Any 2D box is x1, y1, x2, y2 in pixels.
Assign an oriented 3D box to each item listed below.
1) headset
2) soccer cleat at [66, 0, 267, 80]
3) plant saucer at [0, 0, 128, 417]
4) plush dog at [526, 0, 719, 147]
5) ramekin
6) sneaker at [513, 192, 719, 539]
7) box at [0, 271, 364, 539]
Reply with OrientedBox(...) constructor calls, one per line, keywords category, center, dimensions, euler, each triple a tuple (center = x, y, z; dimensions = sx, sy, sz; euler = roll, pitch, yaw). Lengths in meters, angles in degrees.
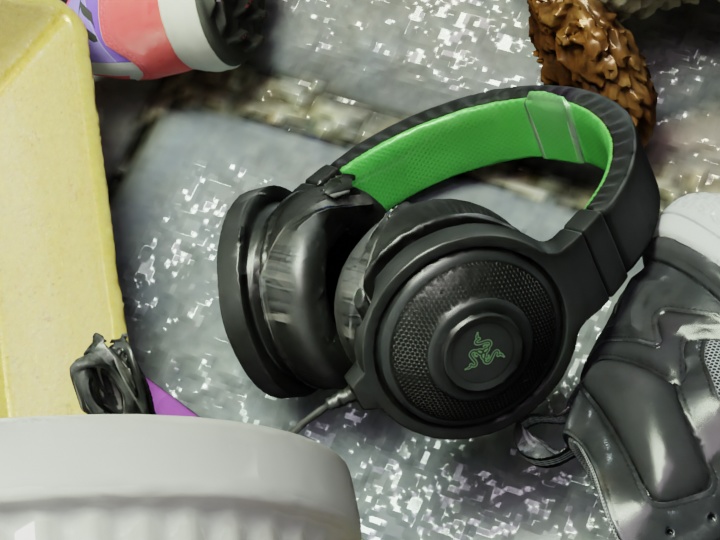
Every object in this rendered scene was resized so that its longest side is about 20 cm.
OrientedBox(category="headset", center=(0.000, 0.000, 0.743), dimensions=(0.123, 0.094, 0.200), euler=(11, 47, 47))
OrientedBox(category="soccer cleat", center=(-0.067, -0.156, 0.876), dimensions=(0.073, 0.068, 0.201), euler=(-7, 62, 21))
OrientedBox(category="plant saucer", center=(-0.171, -0.003, 0.744), dimensions=(0.199, 0.048, 0.201), euler=(7, 57, -29))
OrientedBox(category="plush dog", center=(0.117, -0.131, 0.789), dimensions=(0.171, 0.160, 0.201), euler=(-9, 59, 34))
OrientedBox(category="ramekin", center=(-0.093, 0.113, 0.634), dimensions=(0.199, 0.200, 0.106), euler=(-10, 73, 7))
OrientedBox(category="sneaker", center=(0.138, 0.067, 0.712), dimensions=(0.200, 0.076, 0.114), euler=(34, 75, 31))
OrientedBox(category="box", center=(-0.083, 0.108, 0.759), dimensions=(0.200, 0.036, 0.143), euler=(34, 74, 26))
